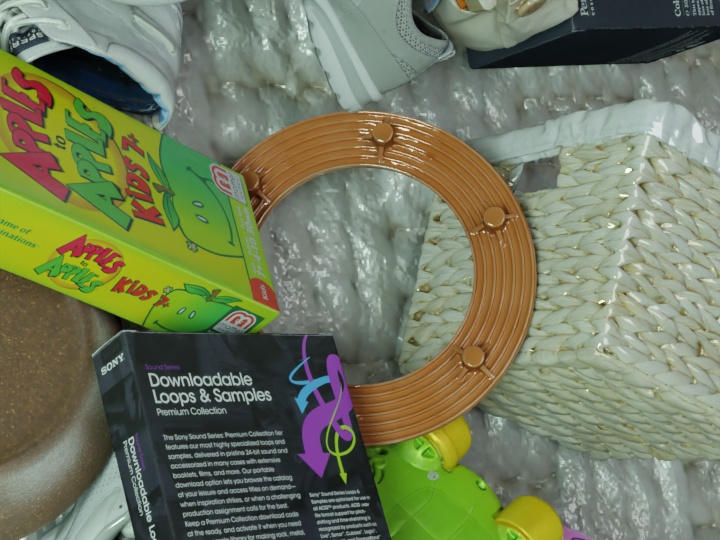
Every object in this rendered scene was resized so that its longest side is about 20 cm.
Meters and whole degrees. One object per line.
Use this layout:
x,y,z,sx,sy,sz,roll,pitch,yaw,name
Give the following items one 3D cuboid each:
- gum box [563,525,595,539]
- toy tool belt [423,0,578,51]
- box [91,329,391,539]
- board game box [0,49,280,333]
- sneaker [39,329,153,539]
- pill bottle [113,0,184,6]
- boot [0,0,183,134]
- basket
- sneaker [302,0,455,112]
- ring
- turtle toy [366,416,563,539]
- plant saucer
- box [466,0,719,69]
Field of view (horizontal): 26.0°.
0.164,0.251,1.009,0.200,0.066,0.114,30,67,-30,gum box
0.053,-0.233,0.937,0.200,0.125,0.123,66,19,13,toy tool belt
-0.047,0.126,0.770,0.143,0.036,0.200,4,63,-45,box
-0.135,-0.035,0.787,0.200,0.048,0.102,27,35,-43,board game box
-0.106,0.116,0.807,0.078,0.099,0.200,31,65,-29,sneaker
-0.116,-0.236,0.810,0.111,0.111,0.200,25,33,-32,pill bottle
-0.173,-0.144,0.800,0.200,0.074,0.096,25,39,-33,boot
0.159,0.015,0.966,0.200,0.198,0.161,27,69,-32,basket
-0.007,-0.187,0.863,0.075,0.082,0.200,-105,172,-50,sneaker
0.000,0.000,0.882,0.200,0.019,0.201,-1,73,3,ring
0.042,0.184,0.892,0.200,0.101,0.146,45,56,11,turtle toy
-0.203,0.036,0.753,0.200,0.037,0.201,12,63,-24,plant saucer
0.155,-0.248,1.065,0.182,0.104,0.201,-7,86,-39,box
